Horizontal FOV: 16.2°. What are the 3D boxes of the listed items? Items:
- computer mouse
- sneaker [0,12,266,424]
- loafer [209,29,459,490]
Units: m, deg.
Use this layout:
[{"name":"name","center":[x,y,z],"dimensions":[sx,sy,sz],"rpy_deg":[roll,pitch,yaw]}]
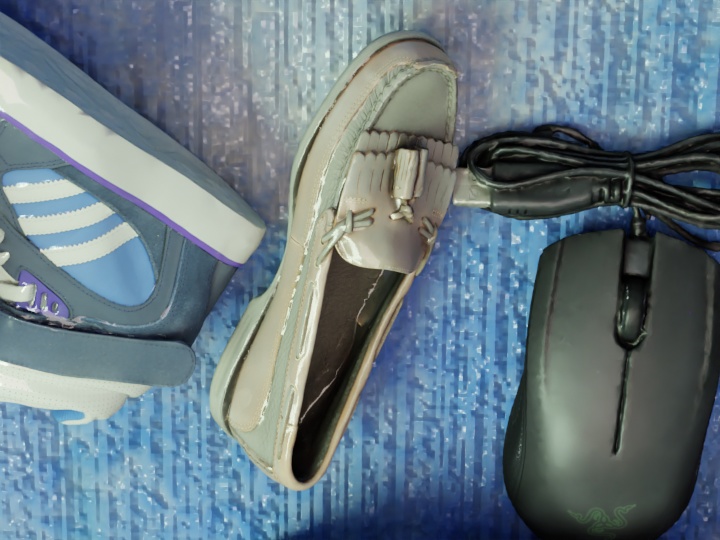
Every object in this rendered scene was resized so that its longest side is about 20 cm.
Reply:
[{"name":"computer mouse","center":[0.105,0.041,1.092],"dimensions":[0.137,0.053,0.201],"rpy_deg":[1,110,-1]},{"name":"sneaker","center":[-0.148,-0.011,1.040],"dimensions":[0.200,0.081,0.147],"rpy_deg":[35,101,-35]},{"name":"loafer","center":[0.000,0.000,1.064],"dimensions":[0.072,0.063,0.201],"rpy_deg":[7,117,-36]}]
